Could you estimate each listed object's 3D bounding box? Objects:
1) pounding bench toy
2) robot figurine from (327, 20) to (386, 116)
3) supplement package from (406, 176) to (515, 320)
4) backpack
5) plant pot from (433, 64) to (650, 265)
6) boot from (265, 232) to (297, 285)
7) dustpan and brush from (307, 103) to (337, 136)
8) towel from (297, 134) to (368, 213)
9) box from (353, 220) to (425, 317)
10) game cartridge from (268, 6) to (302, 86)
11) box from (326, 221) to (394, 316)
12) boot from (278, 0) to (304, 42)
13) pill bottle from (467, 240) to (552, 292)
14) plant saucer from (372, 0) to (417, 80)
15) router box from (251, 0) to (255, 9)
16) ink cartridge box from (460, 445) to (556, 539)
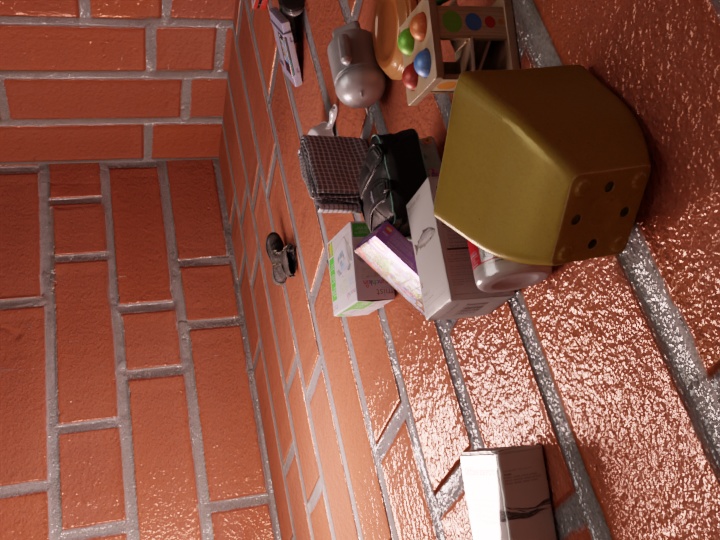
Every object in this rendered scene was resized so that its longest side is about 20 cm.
[{"bbox_3d":[0.136,-0.369,1.273,0.124,0.153,0.205,153,112,-71],"label":"pounding bench toy"},{"bbox_3d":[-0.008,-0.434,1.796,0.169,0.111,0.204,39,-144,-59],"label":"robot figurine"},{"bbox_3d":[0.157,-0.036,1.342,0.117,0.115,0.204,128,136,-65],"label":"supplement package"},{"bbox_3d":[0.074,-0.144,1.527,0.200,0.150,0.179,127,130,-62],"label":"backpack"},{"bbox_3d":[0.229,-0.112,0.999,0.200,0.192,0.198,51,142,47],"label":"plant pot"},{"bbox_3d":[-0.253,-0.055,2.773,0.174,0.068,0.204,140,121,-62],"label":"boot"},{"bbox_3d":[-0.092,-0.357,2.205,0.202,0.056,0.141,99,149,-52],"label":"dustpan and brush"},{"bbox_3d":[-0.046,-0.223,1.885,0.086,0.162,0.202,113,149,-43],"label":"towel"},{"bbox_3d":[0.087,0.005,1.498,0.199,0.039,0.137,43,161,-6],"label":"box"},{"bbox_3d":[-0.221,-0.657,2.461,0.130,0.038,0.203,-118,13,-49],"label":"game cartridge"},{"bbox_3d":[0.000,0.000,1.897,0.200,0.095,0.181,146,121,-69],"label":"box"},{"bbox_3d":[-0.199,-0.732,2.457,0.201,0.068,0.134,-112,18,-62],"label":"boot"},{"bbox_3d":[0.202,-0.080,1.196,0.112,0.110,0.205,132,132,-66],"label":"pill bottle"},{"bbox_3d":[0.064,-0.488,1.679,0.200,0.037,0.205,175,90,-73],"label":"plant saucer"},{"bbox_3d":[-0.344,-1.030,2.857,0.179,0.048,0.205,141,123,-69],"label":"router box"},{"bbox_3d":[0.225,0.371,1.266,0.146,0.083,0.205,143,120,-69],"label":"ink cartridge box"}]
